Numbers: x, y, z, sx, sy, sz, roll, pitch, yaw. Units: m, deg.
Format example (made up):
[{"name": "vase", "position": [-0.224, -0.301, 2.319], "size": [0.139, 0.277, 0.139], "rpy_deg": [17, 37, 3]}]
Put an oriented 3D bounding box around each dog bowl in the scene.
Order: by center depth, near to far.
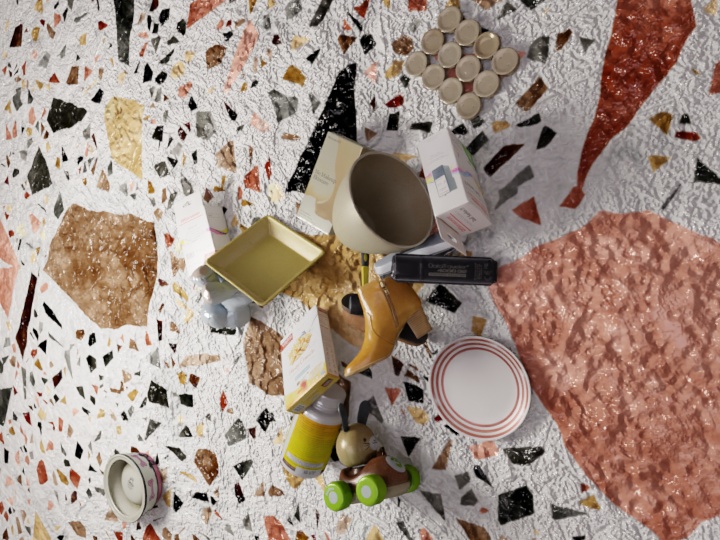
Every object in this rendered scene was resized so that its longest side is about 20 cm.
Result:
[{"name": "dog bowl", "position": [-0.671, 0.632, 1.508], "size": [0.200, 0.074, 0.201], "rpy_deg": [1, 92, 32]}]

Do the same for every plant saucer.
[{"name": "plant saucer", "position": [-0.215, -0.017, 1.171], "size": [0.200, 0.200, 0.048], "rpy_deg": [32, 149, 27]}]

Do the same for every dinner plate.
[{"name": "dinner plate", "position": [0.228, 0.225, 0.980], "size": [0.200, 0.024, 0.201], "rpy_deg": [2, 93, 32]}]

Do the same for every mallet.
[{"name": "mallet", "position": [0.000, 0.000, 1.063], "size": [0.066, 0.041, 0.200], "rpy_deg": [-4, 68, -7]}]

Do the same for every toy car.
[{"name": "toy car", "position": [0.011, 0.369, 1.049], "size": [0.158, 0.164, 0.200], "rpy_deg": [-24, 67, 29]}]

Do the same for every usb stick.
[{"name": "usb stick", "position": [0.156, -0.001, 0.959], "size": [0.200, 0.033, 0.056], "rpy_deg": [2, 89, 2]}]

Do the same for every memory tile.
[{"name": "memory tile", "position": [0.192, -0.401, 0.981], "size": [0.200, 0.017, 0.153], "rpy_deg": [48, 114, 21]}]

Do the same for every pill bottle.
[{"name": "pill bottle", "position": [-0.100, 0.350, 1.132], "size": [0.109, 0.109, 0.200], "rpy_deg": [28, 106, 27]}]

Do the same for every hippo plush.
[{"name": "hippo plush", "position": [-0.315, 0.059, 1.250], "size": [0.159, 0.200, 0.161], "rpy_deg": [-110, 30, -41]}]

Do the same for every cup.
[{"name": "cup", "position": [0.024, -0.111, 1.010], "size": [0.143, 0.200, 0.201], "rpy_deg": [-32, 75, 50]}]

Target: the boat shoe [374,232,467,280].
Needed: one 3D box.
[{"name": "boat shoe", "position": [0.125, -0.019, 1.011], "size": [0.200, 0.070, 0.066], "rpy_deg": [-24, 108, 19]}]

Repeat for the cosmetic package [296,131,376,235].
[{"name": "cosmetic package", "position": [-0.051, -0.185, 1.103], "size": [0.105, 0.071, 0.200], "rpy_deg": [29, 107, 27]}]

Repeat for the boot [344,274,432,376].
[{"name": "boot", "position": [0.025, 0.100, 0.987], "size": [0.201, 0.071, 0.144], "rpy_deg": [-31, 81, -4]}]

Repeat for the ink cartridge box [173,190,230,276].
[{"name": "ink cartridge box", "position": [-0.408, -0.096, 1.324], "size": [0.116, 0.067, 0.200], "rpy_deg": [-17, 85, 30]}]

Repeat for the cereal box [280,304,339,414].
[{"name": "cereal box", "position": [-0.117, 0.192, 1.119], "size": [0.144, 0.039, 0.200], "rpy_deg": [-46, 36, 24]}]

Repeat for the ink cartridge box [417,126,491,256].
[{"name": "ink cartridge box", "position": [0.174, -0.139, 0.914], "size": [0.067, 0.117, 0.200], "rpy_deg": [-23, 63, 28]}]

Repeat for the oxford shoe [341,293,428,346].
[{"name": "oxford shoe", "position": [0.050, 0.114, 1.070], "size": [0.200, 0.071, 0.071], "rpy_deg": [23, 134, 25]}]
